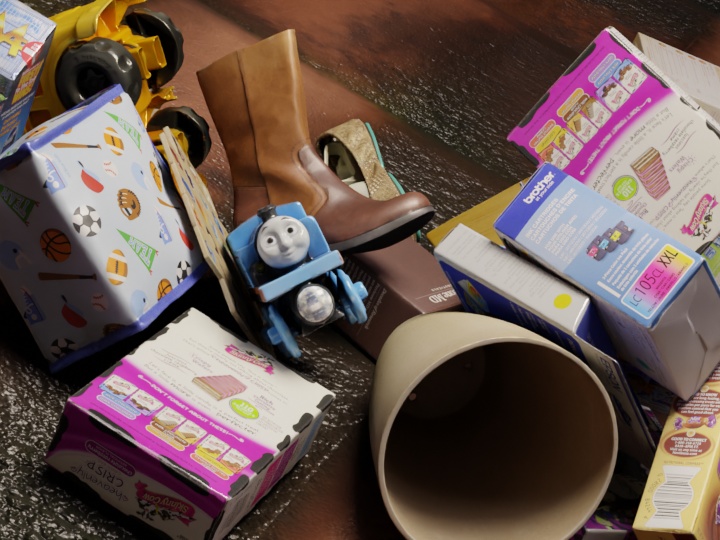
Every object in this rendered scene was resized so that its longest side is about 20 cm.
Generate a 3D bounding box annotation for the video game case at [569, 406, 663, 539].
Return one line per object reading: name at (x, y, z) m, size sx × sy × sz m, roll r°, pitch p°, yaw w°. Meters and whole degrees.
video game case at (0.210, 0.170, 1.709) m, size 0.181 × 0.036 × 0.200 m, roll 7°, pitch 32°, yaw -32°

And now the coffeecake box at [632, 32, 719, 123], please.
coffeecake box at (0.434, -0.209, 2.550) m, size 0.199 × 0.073 × 0.154 m, roll 22°, pitch 27°, yaw -9°

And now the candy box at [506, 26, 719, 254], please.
candy box at (0.250, -0.102, 1.791) m, size 0.200 × 0.136 × 0.061 m, roll 44°, pitch 16°, yaw 4°

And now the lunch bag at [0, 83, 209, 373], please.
lunch bag at (-0.206, -0.041, 1.564) m, size 0.170 × 0.124 × 0.200 m, roll 60°, pitch 31°, yaw -11°

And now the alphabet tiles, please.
alphabet tiles at (-0.117, -0.018, 1.639) m, size 0.167 × 0.006 × 0.200 m, roll 61°, pitch 5°, yaw -55°

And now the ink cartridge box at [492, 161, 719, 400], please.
ink cartridge box at (0.193, 0.001, 1.595) m, size 0.200 × 0.076 × 0.137 m, roll 34°, pitch -11°, yaw 35°

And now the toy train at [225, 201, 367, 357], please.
toy train at (-0.055, 0.004, 1.590) m, size 0.115 × 0.086 × 0.200 m, roll 62°, pitch -5°, yaw -2°

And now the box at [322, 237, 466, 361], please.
box at (0.000, 0.000, 1.790) m, size 0.200 × 0.075 × 0.100 m, roll 41°, pitch 29°, yaw 23°

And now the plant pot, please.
plant pot at (0.081, 0.110, 1.579) m, size 0.187 × 0.188 × 0.200 m, roll 17°, pitch 12°, yaw -18°

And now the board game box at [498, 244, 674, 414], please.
board game box at (0.200, 0.054, 1.733) m, size 0.199 × 0.135 × 0.045 m, roll 18°, pitch 66°, yaw 23°

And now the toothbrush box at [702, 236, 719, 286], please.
toothbrush box at (0.325, 0.013, 1.959) m, size 0.200 × 0.146 × 0.086 m, roll 45°, pitch 20°, yaw 31°

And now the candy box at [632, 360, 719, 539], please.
candy box at (0.285, 0.158, 1.611) m, size 0.056 × 0.117 × 0.200 m, roll 0°, pitch 51°, yaw 30°

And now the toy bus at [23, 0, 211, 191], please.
toy bus at (-0.245, -0.127, 1.729) m, size 0.191 × 0.201 × 0.136 m, roll -12°, pitch 17°, yaw 19°

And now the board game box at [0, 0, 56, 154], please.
board game box at (-0.316, -0.109, 1.560) m, size 0.062 × 0.200 × 0.200 m, roll 29°, pitch 26°, yaw 4°

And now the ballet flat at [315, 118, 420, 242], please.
ballet flat at (0.001, -0.079, 1.960) m, size 0.065 × 0.071 × 0.200 m, roll -12°, pitch 35°, yaw -11°

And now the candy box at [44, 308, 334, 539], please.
candy box at (-0.121, 0.115, 1.468) m, size 0.136 × 0.061 × 0.200 m, roll 31°, pitch 27°, yaw 11°

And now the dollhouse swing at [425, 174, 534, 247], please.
dollhouse swing at (0.201, 0.025, 1.866) m, size 0.200 × 0.181 × 0.176 m, roll 15°, pitch 52°, yaw -55°

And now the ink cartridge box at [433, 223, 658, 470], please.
ink cartridge box at (0.168, 0.067, 1.618) m, size 0.200 × 0.047 × 0.198 m, roll 30°, pitch -18°, yaw 37°

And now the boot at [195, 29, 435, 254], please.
boot at (-0.039, -0.108, 1.720) m, size 0.068 × 0.188 × 0.201 m, roll -3°, pitch 80°, yaw -58°
